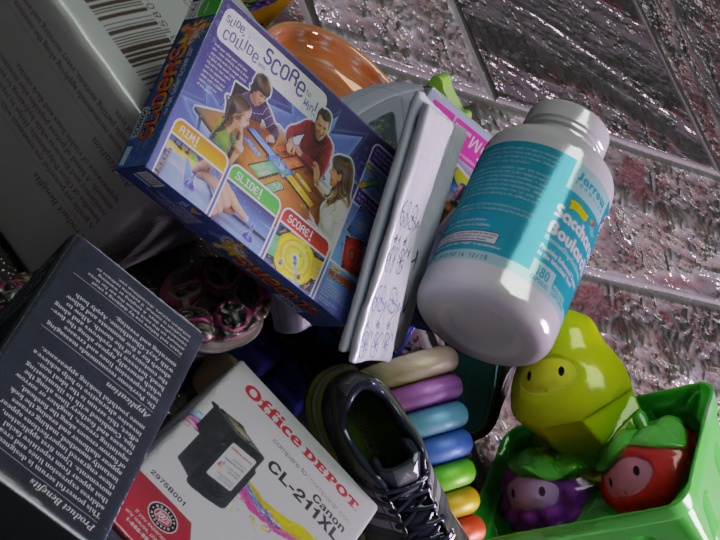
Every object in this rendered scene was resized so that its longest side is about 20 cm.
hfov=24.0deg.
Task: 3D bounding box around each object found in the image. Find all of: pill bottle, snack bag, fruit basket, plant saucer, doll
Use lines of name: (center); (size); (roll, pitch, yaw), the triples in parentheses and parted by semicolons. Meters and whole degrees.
pill bottle: (0.127, -0.035, 1.301); (0.111, 0.111, 0.201); (36, 61, -19)
snack bag: (0.036, -0.024, 1.224); (0.021, 0.189, 0.200); (16, 0, 12)
fruit basket: (0.175, 0.135, 1.325); (0.215, 0.215, 0.156); (40, 43, -13)
plant saucer: (-0.024, -0.137, 1.537); (0.200, 0.037, 0.201); (31, 38, -27)
doll: (-0.047, 0.072, 1.291); (0.137, 0.048, 0.200); (49, 28, 5)

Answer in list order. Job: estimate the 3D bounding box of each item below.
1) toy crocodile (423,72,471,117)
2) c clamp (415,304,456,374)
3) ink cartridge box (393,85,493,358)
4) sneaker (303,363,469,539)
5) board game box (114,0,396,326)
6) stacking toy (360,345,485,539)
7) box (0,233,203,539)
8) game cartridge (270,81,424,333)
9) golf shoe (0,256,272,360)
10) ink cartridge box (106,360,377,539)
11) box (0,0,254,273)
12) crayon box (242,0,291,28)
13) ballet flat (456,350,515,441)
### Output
toy crocodile: (0.091, -0.081, 1.544); (0.067, 0.061, 0.201); (-23, 105, -72)
c clamp: (0.000, 0.000, 1.317); (0.199, 0.027, 0.172); (5, 75, -40)
ink cartridge box: (0.045, -0.038, 1.405); (0.119, 0.042, 0.200); (37, 79, -23)
sneaker: (0.025, 0.157, 1.194); (0.074, 0.081, 0.201); (-32, 91, -12)
board game box: (-0.059, -0.070, 1.123); (0.200, 0.034, 0.136); (40, 61, -37)
stacking toy: (0.059, 0.162, 1.278); (0.085, 0.085, 0.201); (-9, 81, -52)
box: (-0.199, 0.102, 0.995); (0.107, 0.148, 0.200); (40, 35, -13)
game cartridge: (-0.009, -0.057, 1.252); (0.200, 0.041, 0.134); (-40, 129, -44)
golf shoe: (-0.162, 0.042, 1.151); (0.199, 0.092, 0.073); (-3, 67, -16)
ink cartridge box: (-0.095, 0.171, 1.105); (0.146, 0.083, 0.200); (47, 34, -3)
box: (-0.176, -0.122, 1.224); (0.199, 0.171, 0.200); (53, 33, 7)
crayon box: (-0.117, -0.221, 1.365); (0.127, 0.200, 0.051); (-14, 68, -53)
ballet flat: (0.111, 0.043, 1.410); (0.068, 0.201, 0.068); (20, 3, 16)
